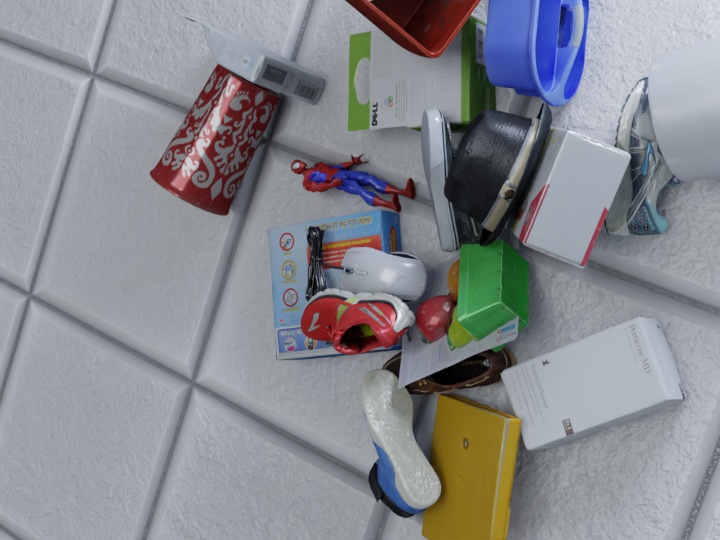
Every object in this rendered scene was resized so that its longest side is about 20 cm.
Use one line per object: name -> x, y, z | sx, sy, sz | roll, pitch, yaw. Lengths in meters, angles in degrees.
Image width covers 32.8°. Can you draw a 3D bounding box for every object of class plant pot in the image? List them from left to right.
plant pot -> 0.056, -0.400, 1.576 | 0.200, 0.176, 0.200 | 37, 85, -12

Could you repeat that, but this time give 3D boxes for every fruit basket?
fruit basket -> 0.134, 0.052, 1.622 | 0.200, 0.094, 0.186 | -34, 36, 38

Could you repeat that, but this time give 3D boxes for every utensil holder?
utensil holder -> 0.453, -0.199, 1.405 | 0.200, 0.170, 0.170 | -10, 82, 33

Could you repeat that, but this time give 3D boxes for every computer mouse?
computer mouse -> 0.000, 0.000, 1.680 | 0.200, 0.044, 0.110 | 6, 90, 36

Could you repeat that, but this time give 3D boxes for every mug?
mug -> -0.231, -0.213, 1.864 | 0.177, 0.133, 0.200 | 36, 102, 27

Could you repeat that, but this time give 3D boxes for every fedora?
fedora -> 0.164, -0.134, 1.546 | 0.091, 0.201, 0.201 | 24, 102, 0

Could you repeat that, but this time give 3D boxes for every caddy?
caddy -> 0.238, -0.310, 1.565 | 0.105, 0.141, 0.201 | 5, 90, 37

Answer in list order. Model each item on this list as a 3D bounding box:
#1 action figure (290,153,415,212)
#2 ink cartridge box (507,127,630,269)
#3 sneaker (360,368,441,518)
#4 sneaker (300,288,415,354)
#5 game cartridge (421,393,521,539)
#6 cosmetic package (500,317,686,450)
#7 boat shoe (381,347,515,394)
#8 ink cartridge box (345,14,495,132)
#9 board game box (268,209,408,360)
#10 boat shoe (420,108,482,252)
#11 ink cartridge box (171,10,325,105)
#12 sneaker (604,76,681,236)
action figure -> -0.019, -0.132, 1.762 | 0.200, 0.065, 0.052 | 14, 138, 33
ink cartridge box -> 0.249, -0.095, 1.500 | 0.083, 0.200, 0.146 | 20, 98, -1
sneaker -> 0.039, 0.242, 1.675 | 0.200, 0.077, 0.111 | 65, 152, 17
sneaker -> -0.020, 0.075, 1.645 | 0.200, 0.085, 0.077 | -8, 125, 47
game cartridge -> 0.144, 0.275, 1.605 | 0.176, 0.032, 0.201 | 13, 98, 64
cosmetic package -> 0.292, 0.144, 1.536 | 0.200, 0.081, 0.113 | -28, 71, 29
boat shoe -> 0.108, 0.131, 1.661 | 0.200, 0.070, 0.071 | -13, 85, 33
ink cartridge box -> 0.082, -0.265, 1.699 | 0.200, 0.076, 0.148 | -1, 87, 34
board game box -> -0.034, 0.024, 1.765 | 0.200, 0.056, 0.196 | -8, 83, 32
boat shoe -> 0.126, -0.124, 1.643 | 0.071, 0.072, 0.200 | -12, 114, -2
ink cartridge box -> -0.172, -0.316, 1.812 | 0.200, 0.160, 0.047 | 30, 102, 30
sneaker -> 0.361, -0.139, 1.526 | 0.086, 0.078, 0.201 | 8, 96, 17
